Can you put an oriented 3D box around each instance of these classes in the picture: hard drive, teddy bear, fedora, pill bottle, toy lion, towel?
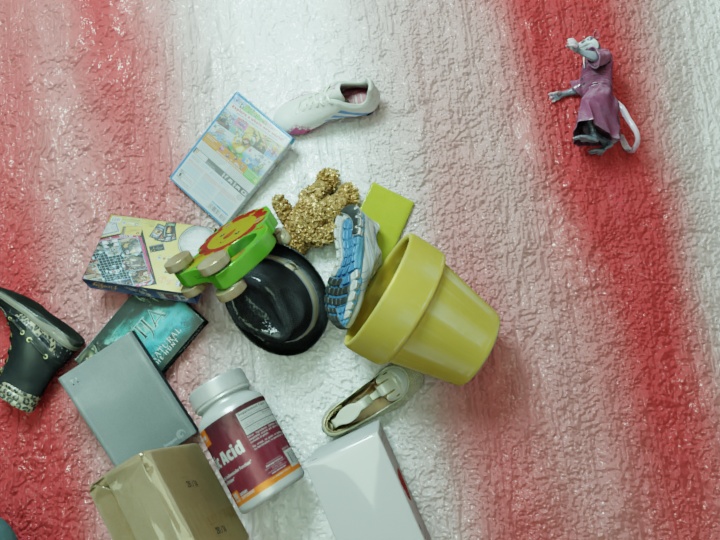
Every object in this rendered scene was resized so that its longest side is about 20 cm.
[{"bbox_3d":[-0.380,0.222,1.019,0.139,0.033,0.201,-33,92,-5],"label":"hard drive"},{"bbox_3d":[-0.089,-0.092,1.060,0.199,0.067,0.146,-32,75,-2],"label":"teddy bear"},{"bbox_3d":[-0.151,0.053,0.996,0.199,0.092,0.203,3,99,17],"label":"fedora"},{"bbox_3d":[-0.184,0.264,0.974,0.114,0.114,0.201,-32,77,-1],"label":"pill bottle"},{"bbox_3d":[-0.200,-0.037,0.976,0.192,0.199,0.069,-44,117,-29],"label":"toy lion"},{"bbox_3d":[0.018,-0.045,1.059,0.086,0.018,0.201,25,81,-10],"label":"towel"}]

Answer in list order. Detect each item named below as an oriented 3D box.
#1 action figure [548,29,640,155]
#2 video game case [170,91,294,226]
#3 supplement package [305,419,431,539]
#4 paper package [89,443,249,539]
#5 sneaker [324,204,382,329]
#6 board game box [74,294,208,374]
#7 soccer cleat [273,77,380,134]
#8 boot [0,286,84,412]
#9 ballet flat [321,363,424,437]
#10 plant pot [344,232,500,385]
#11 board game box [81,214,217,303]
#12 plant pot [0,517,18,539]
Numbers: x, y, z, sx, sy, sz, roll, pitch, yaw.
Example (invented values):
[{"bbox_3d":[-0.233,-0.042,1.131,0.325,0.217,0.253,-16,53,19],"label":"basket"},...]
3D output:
[{"bbox_3d":[0.396,-0.305,1.019,0.147,0.134,0.202,5,82,6],"label":"action figure"},{"bbox_3d":[-0.231,-0.199,1.105,0.143,0.018,0.200,40,95,12],"label":"video game case"},{"bbox_3d":[0.015,0.348,0.923,0.119,0.121,0.201,-25,85,1],"label":"supplement package"},{"bbox_3d":[-0.277,0.367,0.919,0.103,0.200,0.191,-33,77,-2],"label":"paper package"},{"bbox_3d":[0.000,0.000,1.001,0.075,0.086,0.202,-4,72,45],"label":"sneaker"},{"bbox_3d":[-0.378,0.122,1.066,0.135,0.028,0.200,39,85,11],"label":"board game box"},{"bbox_3d":[-0.064,-0.298,1.088,0.198,0.086,0.070,-14,78,3],"label":"soccer cleat"},{"bbox_3d":[-0.597,0.131,1.064,0.203,0.073,0.154,31,86,10],"label":"boot"},{"bbox_3d":[0.024,0.206,0.991,0.199,0.062,0.068,-37,78,-2],"label":"ballet flat"},{"bbox_3d":[0.103,0.076,0.951,0.188,0.201,0.202,31,83,-5],"label":"plant pot"},{"bbox_3d":[-0.359,-0.022,1.069,0.198,0.035,0.136,8,60,8],"label":"board game box"},{"bbox_3d":[-0.621,0.464,0.968,0.198,0.135,0.202,-1,79,5],"label":"plant pot"}]
